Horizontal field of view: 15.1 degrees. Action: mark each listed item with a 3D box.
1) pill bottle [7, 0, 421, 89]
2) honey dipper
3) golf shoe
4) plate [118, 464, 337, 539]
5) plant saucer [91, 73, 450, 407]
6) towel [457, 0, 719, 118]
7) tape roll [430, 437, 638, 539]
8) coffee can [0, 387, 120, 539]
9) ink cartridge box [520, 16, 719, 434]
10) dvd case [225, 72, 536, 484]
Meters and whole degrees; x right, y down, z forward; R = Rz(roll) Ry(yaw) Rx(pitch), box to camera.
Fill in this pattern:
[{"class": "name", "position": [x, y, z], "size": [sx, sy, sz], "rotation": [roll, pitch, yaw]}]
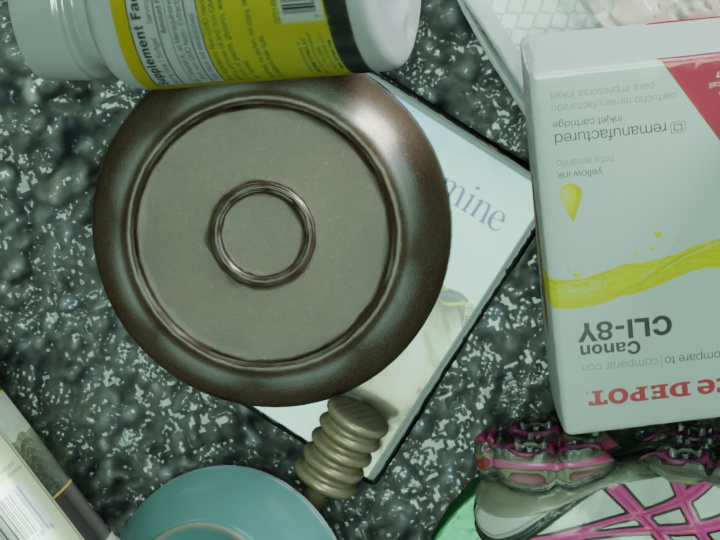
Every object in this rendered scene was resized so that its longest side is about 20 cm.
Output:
[{"class": "pill bottle", "position": [-0.077, -0.154, 1.431], "size": [0.200, 0.114, 0.114], "rotation": [-3, 98, 17]}, {"class": "honey dipper", "position": [-0.044, 0.162, 1.511], "size": [0.038, 0.038, 0.200], "rotation": [27, 108, 1]}, {"class": "golf shoe", "position": [0.159, 0.128, 1.433], "size": [0.200, 0.073, 0.092], "rotation": [2, 105, 16]}, {"class": "plate", "position": [-0.082, 0.206, 1.481], "size": [0.200, 0.026, 0.200], "rotation": [-5, 81, 38]}, {"class": "plant saucer", "position": [-0.051, -0.021, 1.479], "size": [0.200, 0.032, 0.200], "rotation": [1, 98, 6]}, {"class": "towel", "position": [0.154, -0.154, 1.456], "size": [0.191, 0.032, 0.200], "rotation": [-31, 95, 9]}, {"class": "tape roll", "position": [0.129, 0.194, 1.502], "size": [0.200, 0.048, 0.201], "rotation": [1, 98, 6]}, {"class": "coffee can", "position": [-0.247, 0.115, 1.479], "size": [0.146, 0.146, 0.200], "rotation": [-36, 94, 10]}, {"class": "ink cartridge box", "position": [0.165, -0.025, 1.423], "size": [0.145, 0.083, 0.200], "rotation": [-6, 109, 1]}, {"class": "dvd case", "position": [0.000, 0.000, 1.501], "size": [0.143, 0.018, 0.200], "rotation": [32, 100, 1]}]
